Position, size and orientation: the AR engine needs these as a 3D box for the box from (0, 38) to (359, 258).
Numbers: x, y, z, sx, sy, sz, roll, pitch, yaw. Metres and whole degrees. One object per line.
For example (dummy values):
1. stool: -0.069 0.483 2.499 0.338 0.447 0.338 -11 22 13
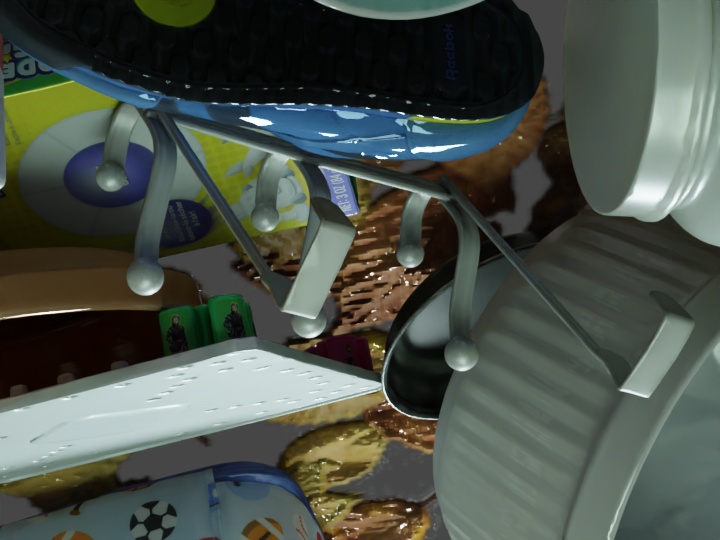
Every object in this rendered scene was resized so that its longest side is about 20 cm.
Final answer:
1. box: -0.109 -0.052 0.973 0.199 0.049 0.118 -11 142 6

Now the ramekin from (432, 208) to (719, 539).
1. ramekin: 0.120 0.064 1.048 0.200 0.105 0.201 -35 140 -35

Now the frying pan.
1. frying pan: 0.088 0.021 1.108 0.189 0.031 0.115 -3 138 -36

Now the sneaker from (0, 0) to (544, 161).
1. sneaker: -0.038 -0.071 0.863 0.199 0.066 0.078 9 159 -15

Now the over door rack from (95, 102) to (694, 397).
1. over door rack: 0.000 0.000 0.876 0.147 0.200 0.067 14 100 -28

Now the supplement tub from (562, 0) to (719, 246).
1. supplement tub: 0.185 -0.079 0.914 0.198 0.145 0.145 0 140 -11

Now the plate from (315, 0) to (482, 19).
1. plate: 0.026 -0.180 0.800 0.199 0.026 0.201 -20 125 -30

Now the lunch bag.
1. lunch bag: -0.108 0.176 1.229 0.199 0.076 0.161 -15 143 6

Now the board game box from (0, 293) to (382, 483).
1. board game box: -0.108 0.053 1.036 0.199 0.026 0.200 -15 169 14

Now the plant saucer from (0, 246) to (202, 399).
1. plant saucer: -0.162 0.026 0.988 0.199 0.033 0.200 -11 169 -2

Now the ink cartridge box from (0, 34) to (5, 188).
1. ink cartridge box: -0.199 -0.114 0.826 0.067 0.117 0.200 -21 138 16
